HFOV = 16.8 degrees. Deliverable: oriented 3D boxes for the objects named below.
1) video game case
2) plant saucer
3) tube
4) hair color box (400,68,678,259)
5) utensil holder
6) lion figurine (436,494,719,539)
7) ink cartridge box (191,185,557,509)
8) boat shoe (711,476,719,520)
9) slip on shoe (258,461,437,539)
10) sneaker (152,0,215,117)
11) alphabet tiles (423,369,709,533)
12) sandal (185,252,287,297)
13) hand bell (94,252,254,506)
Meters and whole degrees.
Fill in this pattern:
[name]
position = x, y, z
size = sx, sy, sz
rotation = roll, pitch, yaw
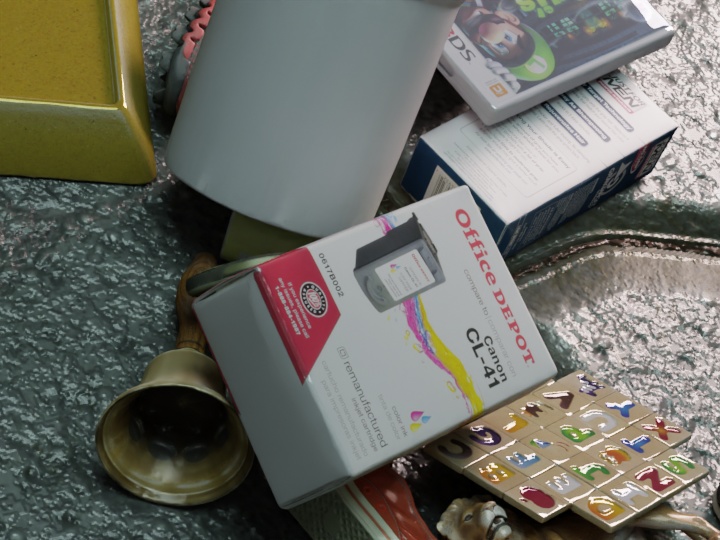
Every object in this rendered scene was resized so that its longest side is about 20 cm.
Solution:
[video game case]
position = 0.117, -0.212, 1.873
size = 0.199, 0.023, 0.182
rotation = -25, 66, -34
[plant saucer]
position = -0.249, -0.159, 1.777
size = 0.199, 0.049, 0.201
rotation = 3, 52, -17
[tube]
position = 0.000, 0.000, 1.734
size = 0.199, 0.052, 0.058
rotation = 21, 48, -2
[hair color box]
position = 0.137, -0.087, 1.849
size = 0.199, 0.061, 0.100
rotation = -29, 66, -35
[utensil holder]
position = -0.034, -0.143, 1.705
size = 0.169, 0.201, 0.170
rotation = 21, 14, -5
[lion figurine]
position = 0.150, 0.184, 1.636
size = 0.199, 0.073, 0.122
rotation = -11, 42, -44
[ink cartridge box]
position = 0.011, 0.046, 1.565
size = 0.199, 0.085, 0.148
rotation = -23, 86, -40
[boat shoe]
position = 0.322, 0.205, 1.679
size = 0.067, 0.057, 0.200
rotation = -28, 66, -35
[slip on shoe]
position = -0.012, 0.135, 1.609
size = 0.061, 0.074, 0.200
rotation = -17, 63, -42
[sneaker]
position = -0.077, -0.170, 1.832
size = 0.098, 0.071, 0.201
rotation = 32, 47, 10
[alphabet tiles]
position = 0.138, 0.117, 1.664
size = 0.166, 0.006, 0.200
rotation = 31, 30, 27
[sandal]
position = -0.026, 0.033, 1.653
size = 0.200, 0.080, 0.058
rotation = 19, 65, -34
[hand bell]
position = -0.114, 0.052, 1.641
size = 0.103, 0.105, 0.201
rotation = 15, 37, -8
